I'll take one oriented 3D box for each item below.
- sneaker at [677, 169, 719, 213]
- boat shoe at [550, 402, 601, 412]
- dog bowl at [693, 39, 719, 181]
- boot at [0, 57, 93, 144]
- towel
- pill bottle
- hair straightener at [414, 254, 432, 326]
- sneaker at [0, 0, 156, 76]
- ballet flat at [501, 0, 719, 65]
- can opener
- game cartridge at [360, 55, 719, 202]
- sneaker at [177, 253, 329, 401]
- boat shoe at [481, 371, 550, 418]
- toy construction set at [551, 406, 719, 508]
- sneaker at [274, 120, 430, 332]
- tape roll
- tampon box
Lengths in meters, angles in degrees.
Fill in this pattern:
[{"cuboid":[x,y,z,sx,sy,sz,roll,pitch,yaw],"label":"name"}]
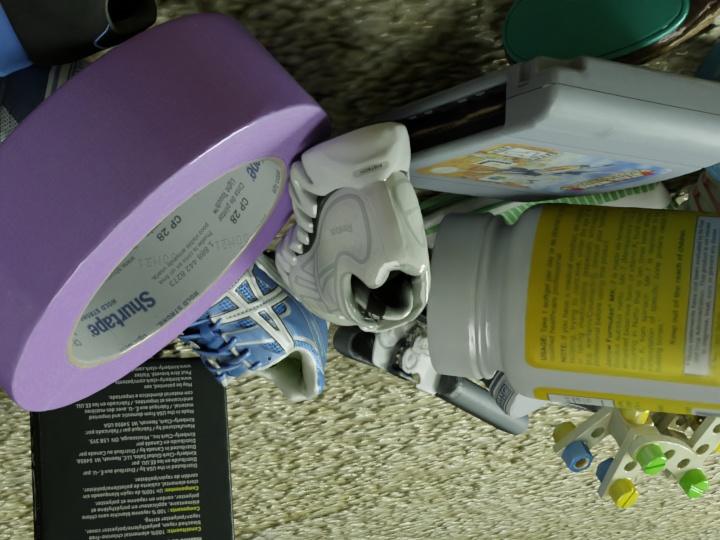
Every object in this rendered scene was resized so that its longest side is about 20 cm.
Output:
[{"cuboid":[0.229,-0.041,0.856,0.104,0.076,0.200,-32,151,14],"label":"sneaker"},{"cuboid":[0.229,0.102,1.149,0.197,0.067,0.070,3,150,-21],"label":"boat shoe"},{"cuboid":[0.258,-0.101,0.715,0.199,0.050,0.111,-38,117,20],"label":"dog bowl"},{"cuboid":[-0.191,-0.053,0.732,0.089,0.074,0.201,13,146,-11],"label":"boot"},{"cuboid":[0.132,-0.020,0.935,0.151,0.024,0.200,-21,150,20],"label":"towel"},{"cuboid":[0.143,0.020,0.820,0.197,0.116,0.115,4,156,15],"label":"pill bottle"},{"cuboid":[0.030,0.004,0.926,0.076,0.041,0.199,14,171,42],"label":"hair straightener"},{"cuboid":[-0.136,-0.148,0.561,0.077,0.071,0.200,-14,159,0],"label":"sneaker"},{"cuboid":[0.161,-0.145,0.675,0.199,0.069,0.072,-33,160,30],"label":"ballet flat"},{"cuboid":[0.063,0.069,1.057,0.066,0.053,0.199,15,169,45],"label":"can opener"},{"cuboid":[0.095,-0.067,0.739,0.132,0.042,0.199,10,170,-26],"label":"game cartridge"},{"cuboid":[-0.083,0.023,0.886,0.075,0.078,0.199,-27,147,33],"label":"sneaker"},{"cuboid":[0.154,0.025,0.938,0.198,0.068,0.072,-26,152,-23],"label":"boat shoe"},{"cuboid":[0.230,0.077,0.948,0.130,0.093,0.200,11,139,-32],"label":"toy construction set"},{"cuboid":[0.000,0.000,0.752,0.074,0.082,0.200,-21,163,-8],"label":"sneaker"},{"cuboid":[-0.107,-0.026,0.686,0.200,0.066,0.200,-42,168,-11],"label":"tape roll"},{"cuboid":[-0.156,0.167,0.963,0.124,0.203,0.150,-1,170,-15],"label":"tampon box"}]
